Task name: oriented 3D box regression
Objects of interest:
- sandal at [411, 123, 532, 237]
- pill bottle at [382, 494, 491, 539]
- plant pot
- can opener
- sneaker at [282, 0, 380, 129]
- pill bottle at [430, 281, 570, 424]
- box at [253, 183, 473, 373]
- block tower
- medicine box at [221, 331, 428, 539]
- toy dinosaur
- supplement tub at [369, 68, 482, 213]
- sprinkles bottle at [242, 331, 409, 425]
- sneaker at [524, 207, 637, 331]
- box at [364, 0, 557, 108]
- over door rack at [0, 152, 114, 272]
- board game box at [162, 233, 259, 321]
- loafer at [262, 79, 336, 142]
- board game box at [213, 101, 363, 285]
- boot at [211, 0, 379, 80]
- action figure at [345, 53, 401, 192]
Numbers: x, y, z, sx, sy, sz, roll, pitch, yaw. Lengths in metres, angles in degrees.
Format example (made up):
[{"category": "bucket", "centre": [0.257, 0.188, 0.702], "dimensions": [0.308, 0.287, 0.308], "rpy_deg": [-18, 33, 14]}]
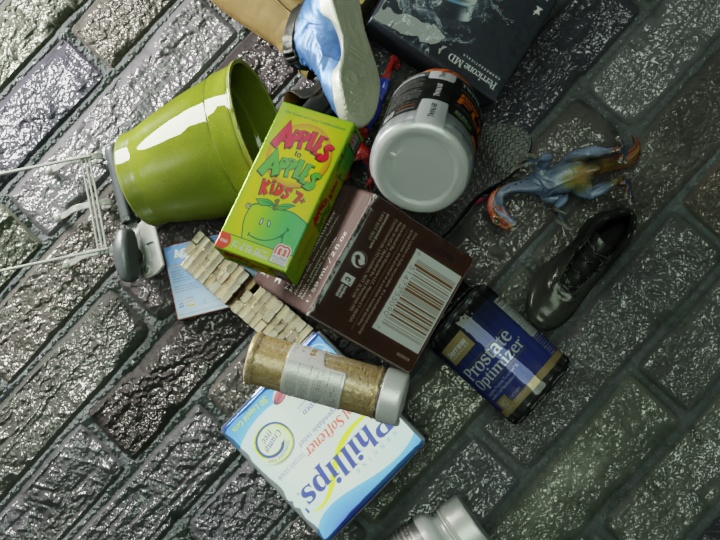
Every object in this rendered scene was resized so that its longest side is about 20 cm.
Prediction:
[{"category": "sandal", "centre": [0.148, -0.120, 1.611], "dimensions": [0.200, 0.045, 0.075], "rpy_deg": [-45, 75, 13]}, {"category": "pill bottle", "centre": [0.069, 0.380, 1.515], "dimensions": [0.200, 0.113, 0.113], "rpy_deg": [-37, 81, 1]}, {"category": "plant pot", "centre": [-0.212, -0.148, 1.579], "dimensions": [0.192, 0.200, 0.202], "rpy_deg": [-19, 81, 14]}, {"category": "can opener", "centre": [-0.310, -0.084, 1.631], "dimensions": [0.052, 0.066, 0.201], "rpy_deg": [-18, 76, 26]}, {"category": "sneaker", "centre": [-0.044, -0.265, 1.555], "dimensions": [0.111, 0.076, 0.201], "rpy_deg": [-22, 76, 45]}, {"category": "pill bottle", "centre": [0.161, 0.092, 1.543], "dimensions": [0.200, 0.112, 0.112], "rpy_deg": [42, 88, 8]}, {"category": "box", "centre": [0.000, 0.000, 1.497], "dimensions": [0.164, 0.200, 0.167], "rpy_deg": [30, 88, -27]}, {"category": "block tower", "centre": [-0.150, 0.034, 1.590], "dimensions": [0.200, 0.058, 0.054], "rpy_deg": [41, 89, 10]}, {"category": "medicine box", "centre": [-0.043, 0.213, 1.552], "dimensions": [0.200, 0.103, 0.182], "rpy_deg": [44, 89, 9]}, {"category": "toy dinosaur", "centre": [0.262, -0.105, 1.568], "dimensions": [0.180, 0.200, 0.106], "rpy_deg": [-11, 92, 29]}, {"category": "supplement tub", "centre": [0.084, -0.165, 1.460], "dimensions": [0.122, 0.200, 0.123], "rpy_deg": [5, 122, 9]}, {"category": "sprinkles bottle", "centre": [-0.042, 0.133, 1.475], "dimensions": [0.199, 0.068, 0.069], "rpy_deg": [15, 84, 7]}, {"category": "sneaker", "centre": [0.282, -0.009, 1.542], "dimensions": [0.076, 0.091, 0.200], "rpy_deg": [38, 77, 2]}, {"category": "box", "centre": [0.136, -0.348, 1.577], "dimensions": [0.196, 0.117, 0.201], "rpy_deg": [32, 87, -7]}, {"category": "over door rack", "centre": [-0.437, -0.074, 1.633], "dimensions": [0.199, 0.067, 0.149], "rpy_deg": [-10, 82, -17]}, {"category": "board game box", "centre": [-0.162, -0.005, 1.631], "dimensions": [0.199, 0.019, 0.104], "rpy_deg": [-14, 84, 3]}, {"category": "loafer", "centre": [-0.066, -0.218, 1.585], "dimensions": [0.072, 0.073, 0.201], "rpy_deg": [33, 49, -16]}, {"category": "board game box", "centre": [-0.085, -0.094, 1.443], "dimensions": [0.101, 0.048, 0.201], "rpy_deg": [19, 76, 21]}, {"category": "boot", "centre": [-0.092, -0.386, 1.650], "dimensions": [0.200, 0.066, 0.175], "rpy_deg": [43, 88, 10]}, {"category": "action figure", "centre": [0.002, -0.191, 1.624], "dimensions": [0.065, 0.099, 0.201], "rpy_deg": [14, 62, 9]}]
